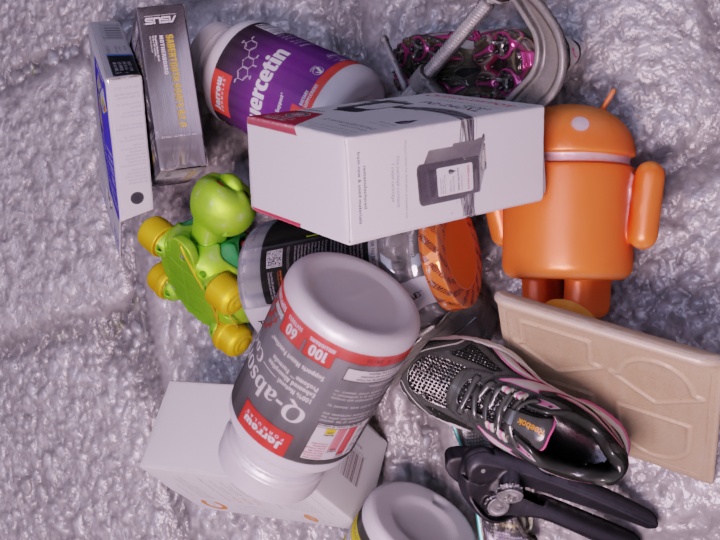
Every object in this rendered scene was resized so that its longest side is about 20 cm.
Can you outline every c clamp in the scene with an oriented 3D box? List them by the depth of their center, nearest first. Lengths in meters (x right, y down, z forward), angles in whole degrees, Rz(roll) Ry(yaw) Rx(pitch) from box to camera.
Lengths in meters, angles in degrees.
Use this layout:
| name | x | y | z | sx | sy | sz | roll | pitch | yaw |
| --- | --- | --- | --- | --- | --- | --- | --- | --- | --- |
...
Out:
| name | x | y | z | sx | sy | sz | roll | pitch | yaw |
| --- | --- | --- | --- | --- | --- | --- | --- | --- | --- |
| c clamp | 0.094 | -0.183 | 0.913 | 0.200 | 0.027 | 0.171 | -37 | 70 | 51 |

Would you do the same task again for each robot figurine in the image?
| name | x | y | z | sx | sy | sz | roll | pitch | yaw |
| --- | --- | --- | --- | --- | --- | --- | --- | --- | --- |
| robot figurine | 0.180 | -0.058 | 0.919 | 0.144 | 0.117 | 0.200 | -177 | 89 | -73 |

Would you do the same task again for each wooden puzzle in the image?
| name | x | y | z | sx | sy | sz | roll | pitch | yaw |
| --- | --- | --- | --- | --- | --- | --- | --- | --- | --- |
| wooden puzzle | 0.211 | 0.090 | 0.878 | 0.185 | 0.200 | 0.046 | 17 | 59 | 28 |

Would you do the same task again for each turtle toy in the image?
| name | x | y | z | sx | sy | sz | roll | pitch | yaw |
| --- | --- | --- | --- | --- | --- | --- | --- | --- | --- |
| turtle toy | -0.149 | -0.015 | 1.084 | 0.146 | 0.101 | 0.200 | 38 | 149 | 24 |

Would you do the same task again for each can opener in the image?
| name | x | y | z | sx | sy | sz | roll | pitch | yaw |
| --- | --- | --- | --- | --- | --- | --- | --- | --- | --- |
| can opener | 0.170 | 0.194 | 0.906 | 0.200 | 0.079 | 0.063 | 19 | 120 | -11 |

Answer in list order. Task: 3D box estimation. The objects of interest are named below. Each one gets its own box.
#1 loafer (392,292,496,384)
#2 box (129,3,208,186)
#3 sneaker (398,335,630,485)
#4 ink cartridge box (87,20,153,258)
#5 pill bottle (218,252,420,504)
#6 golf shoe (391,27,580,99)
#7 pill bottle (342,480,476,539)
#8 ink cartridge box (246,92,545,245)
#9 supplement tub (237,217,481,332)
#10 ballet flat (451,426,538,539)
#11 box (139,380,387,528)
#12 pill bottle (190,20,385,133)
| name | x | y | z | sx | sy | sz | roll | pitch | yaw |
| --- | --- | --- | --- | --- | --- | --- | --- | --- | --- |
| loafer | 0.033 | 0.066 | 1.016 | 0.200 | 0.070 | 0.070 | -26 | 120 | 20 |
| box | -0.202 | -0.174 | 1.086 | 0.048 | 0.200 | 0.159 | -10 | 92 | -14 |
| sneaker | 0.129 | 0.112 | 0.839 | 0.200 | 0.086 | 0.080 | 20 | 94 | 3 |
| ink cartridge box | -0.259 | -0.144 | 1.129 | 0.198 | 0.043 | 0.200 | -123 | 32 | -55 |
| pill bottle | -0.041 | 0.094 | 0.866 | 0.116 | 0.116 | 0.200 | 41 | 124 | 23 |
| golf shoe | 0.113 | -0.190 | 0.985 | 0.200 | 0.092 | 0.073 | 11 | 111 | 49 |
| pill bottle | 0.018 | 0.308 | 0.994 | 0.114 | 0.114 | 0.200 | 39 | 118 | 23 |
| ink cartridge box | 0.031 | -0.090 | 0.848 | 0.145 | 0.200 | 0.083 | 20 | 118 | 51 |
| supplement tub | 0.000 | 0.000 | 0.948 | 0.200 | 0.123 | 0.123 | -10 | 85 | 29 |
| ballet flat | 0.123 | 0.171 | 0.974 | 0.072 | 0.072 | 0.200 | -15 | 90 | 28 |
| box | -0.095 | 0.183 | 1.045 | 0.200 | 0.124 | 0.098 | 0 | 59 | 28 |
| pill bottle | -0.081 | -0.183 | 1.065 | 0.200 | 0.112 | 0.113 | 28 | 102 | 27 |
